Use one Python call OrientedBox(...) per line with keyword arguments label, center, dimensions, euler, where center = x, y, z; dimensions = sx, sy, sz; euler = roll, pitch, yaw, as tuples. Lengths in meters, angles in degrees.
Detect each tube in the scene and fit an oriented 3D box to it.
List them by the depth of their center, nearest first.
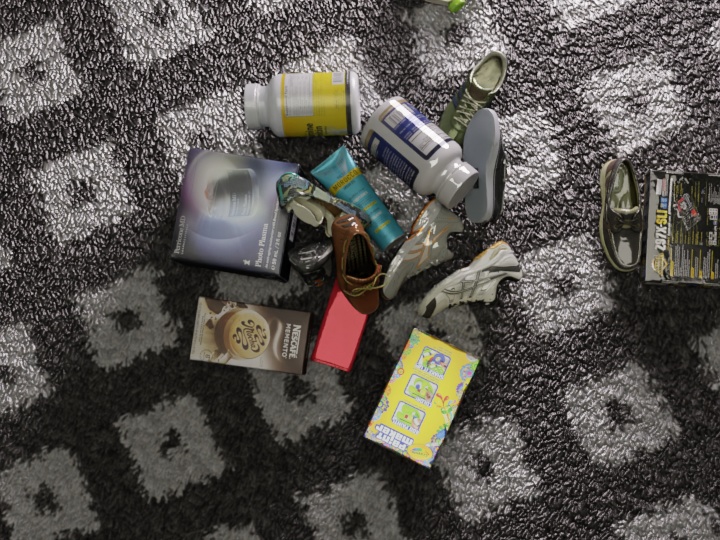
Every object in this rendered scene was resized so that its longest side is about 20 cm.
OrientedBox(label="tube", center=(0.000, -0.125, 1.639), dimensions=(0.077, 0.050, 0.200), euler=(-38, 81, -6))

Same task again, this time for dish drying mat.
OrientedBox(label="dish drying mat", center=(-0.024, 0.076, 1.635), dimensions=(0.077, 0.018, 0.201), euler=(17, 87, 3))

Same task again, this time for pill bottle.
OrientedBox(label="pill bottle", center=(0.106, -0.201, 1.591), dimensions=(0.200, 0.111, 0.111), euler=(43, 88, 15))
OrientedBox(label="pill bottle", center=(-0.101, -0.293, 1.620), dimensions=(0.199, 0.112, 0.112), euler=(-2, 85, 3))

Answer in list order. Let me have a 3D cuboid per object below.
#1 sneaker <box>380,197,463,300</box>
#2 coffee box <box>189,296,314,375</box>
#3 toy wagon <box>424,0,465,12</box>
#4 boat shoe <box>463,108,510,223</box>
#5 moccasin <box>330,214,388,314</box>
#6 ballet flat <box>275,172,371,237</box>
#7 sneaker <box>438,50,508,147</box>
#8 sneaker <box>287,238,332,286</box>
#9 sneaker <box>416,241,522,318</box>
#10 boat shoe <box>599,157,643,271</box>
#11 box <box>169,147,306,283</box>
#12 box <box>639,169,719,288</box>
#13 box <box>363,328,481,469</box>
OrientedBox(label="sneaker", center=(0.111, -0.025, 1.611), dimensions=(0.092, 0.076, 0.200), euler=(33, 88, 0))
OrientedBox(label="coffee box", center=(-0.188, 0.115, 1.606), dimensions=(0.199, 0.080, 0.113), euler=(7, 85, 3))
OrientedBox(label="toy wagon", center=(0.186, -0.572, 1.668), dimensions=(0.200, 0.040, 0.155), euler=(-31, 85, -1))
OrientedBox(label="boat shoe", center=(0.229, -0.183, 1.610), dimensions=(0.068, 0.073, 0.200), euler=(-6, 96, -42))
OrientedBox(label="moccasin", center=(0.002, -0.001, 1.548), dimensions=(0.073, 0.202, 0.078), euler=(-19, 41, -16))
OrientedBox(label="ballet flat", center=(-0.063, -0.093, 1.543), dimensions=(0.200, 0.074, 0.074), euler=(25, 86, -33))
OrientedBox(label="sneaker", center=(0.198, -0.307, 1.620), dimensions=(0.067, 0.090, 0.201), euler=(32, 88, 3))
OrientedBox(label="sneaker", center=(-0.077, -0.010, 1.555), dimensions=(0.074, 0.200, 0.080), euler=(-10, 94, 2))
OrientedBox(label="sneaker", center=(0.195, 0.035, 1.600), dimensions=(0.200, 0.076, 0.088), euler=(-35, 85, 0))
OrientedBox(label="boat shoe", center=(0.460, -0.100, 1.605), dimensions=(0.071, 0.066, 0.202), euler=(-4, 85, 1))
OrientedBox(label="box", center=(-0.213, -0.095, 1.604), dimensions=(0.198, 0.123, 0.201), euler=(9, 85, 4))
OrientedBox(label="box", center=(0.580, -0.072, 1.607), dimensions=(0.159, 0.049, 0.201), euler=(3, 86, 5))
OrientedBox(label="box", center=(0.101, 0.209, 1.527), dimensions=(0.122, 0.200, 0.193), euler=(25, 86, 4))
